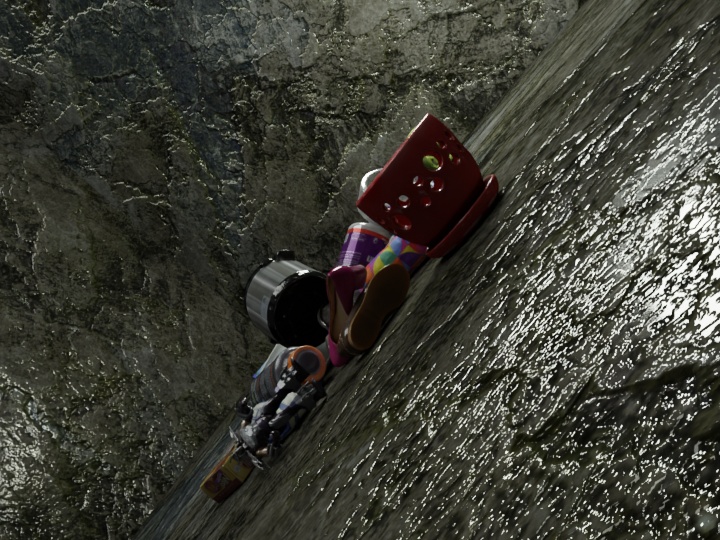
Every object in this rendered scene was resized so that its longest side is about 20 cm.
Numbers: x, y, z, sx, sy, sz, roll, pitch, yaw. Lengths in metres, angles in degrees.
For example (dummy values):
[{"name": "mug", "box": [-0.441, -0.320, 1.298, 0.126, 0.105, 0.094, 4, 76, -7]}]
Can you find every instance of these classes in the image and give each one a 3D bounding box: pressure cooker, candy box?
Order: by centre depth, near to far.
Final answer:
[{"name": "candy box", "box": [-0.229, 0.358, 1.617, 0.117, 0.056, 0.200, -46, 6, 41]}, {"name": "pressure cooker", "box": [-0.154, 0.063, 1.729, 0.176, 0.179, 0.200, -48, 31, -13]}]

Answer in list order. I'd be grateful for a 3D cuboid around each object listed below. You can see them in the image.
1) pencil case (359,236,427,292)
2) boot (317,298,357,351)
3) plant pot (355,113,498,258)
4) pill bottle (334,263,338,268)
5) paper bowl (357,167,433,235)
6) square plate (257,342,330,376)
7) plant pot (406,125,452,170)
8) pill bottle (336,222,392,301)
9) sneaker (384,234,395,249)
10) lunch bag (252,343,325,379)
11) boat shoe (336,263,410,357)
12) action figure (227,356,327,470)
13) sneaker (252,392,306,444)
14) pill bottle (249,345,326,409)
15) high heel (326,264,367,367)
[{"name": "pencil case", "box": [0.072, -0.018, 1.609, 0.200, 0.088, 0.088, -46, 4, 30]}, {"name": "boot", "box": [0.002, 0.071, 1.567, 0.174, 0.069, 0.200, -48, 25, 12]}, {"name": "plant pot", "box": [0.117, -0.131, 1.368, 0.201, 0.182, 0.200, -48, 3, 4]}, {"name": "pill bottle", "box": [-0.013, 0.008, 2.192, 0.111, 0.111, 0.200, -48, 4, 29]}, {"name": "paper bowl", "box": [0.092, -0.151, 1.905, 0.201, 0.199, 0.105, -54, -21, -53]}, {"name": "square plate", "box": [-0.114, 0.170, 1.743, 0.199, 0.029, 0.199, -9, 40, 41]}, {"name": "plant pot", "box": [0.277, -0.433, 2.925, 0.200, 0.200, 0.190, -49, 16, 4]}, {"name": "pill bottle", "box": [0.000, 0.000, 1.836, 0.112, 0.112, 0.202, 140, 148, -72]}, {"name": "sneaker", "box": [0.091, -0.044, 1.715, 0.089, 0.075, 0.200, -60, -2, -19]}, {"name": "lunch bag", "box": [-0.128, 0.215, 1.801, 0.151, 0.094, 0.200, -50, 19, -24]}, {"name": "boat shoe", "box": [0.018, 0.069, 1.414, 0.200, 0.070, 0.070, -52, 5, -36]}, {"name": "action figure", "box": [-0.154, 0.250, 1.370, 0.200, 0.130, 0.069, -47, -31, -8]}, {"name": "sneaker", "box": [-0.170, 0.284, 1.484, 0.200, 0.075, 0.088, -48, 4, 40]}, {"name": "pill bottle", "box": [-0.136, 0.213, 1.559, 0.106, 0.106, 0.200, -52, 4, -37]}, {"name": "high heel", "box": [-0.043, 0.086, 1.436, 0.096, 0.067, 0.201, -11, -56, -51]}]
